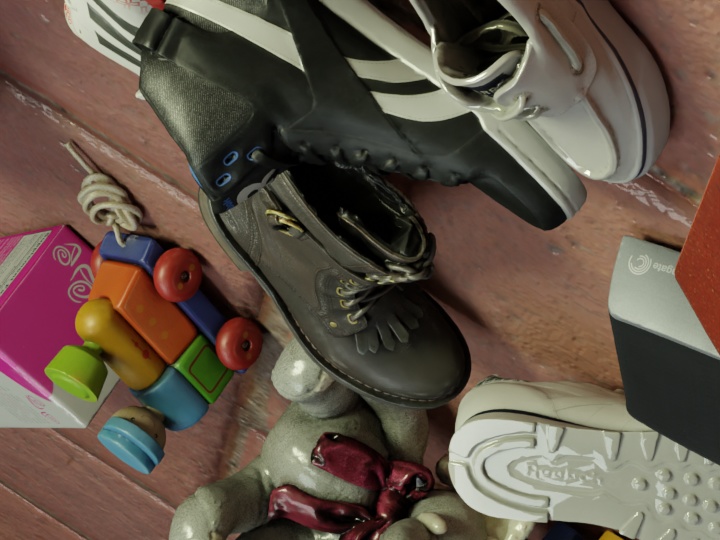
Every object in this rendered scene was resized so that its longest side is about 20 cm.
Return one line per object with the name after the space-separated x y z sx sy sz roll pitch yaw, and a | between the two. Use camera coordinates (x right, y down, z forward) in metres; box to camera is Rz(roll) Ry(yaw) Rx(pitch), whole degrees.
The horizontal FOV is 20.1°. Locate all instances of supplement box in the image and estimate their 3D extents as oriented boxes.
-0.240 0.044 1.436 0.101 0.104 0.200 44 157 -22 | supplement box

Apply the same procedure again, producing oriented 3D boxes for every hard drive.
0.205 0.063 0.926 0.199 0.042 0.135 24 156 25 | hard drive

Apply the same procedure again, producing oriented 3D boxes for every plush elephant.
0.010 0.146 1.227 0.155 0.165 0.200 40 -170 22 | plush elephant

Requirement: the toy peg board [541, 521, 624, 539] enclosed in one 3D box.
0.195 0.235 1.261 0.200 0.098 0.199 48 170 -29 | toy peg board

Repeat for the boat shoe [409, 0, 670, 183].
0.058 -0.092 0.783 0.072 0.066 0.200 15 152 38 | boat shoe

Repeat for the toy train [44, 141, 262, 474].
-0.158 0.029 1.269 0.084 0.116 0.200 9 147 46 | toy train

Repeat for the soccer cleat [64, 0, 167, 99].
-0.110 -0.139 0.918 0.085 0.069 0.200 2 149 29 | soccer cleat

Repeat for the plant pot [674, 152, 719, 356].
0.208 -0.014 0.591 0.176 0.200 0.200 42 161 16 | plant pot

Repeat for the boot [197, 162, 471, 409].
0.000 0.000 1.020 0.200 0.069 0.174 41 166 -12 | boot

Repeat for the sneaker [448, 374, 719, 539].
0.147 0.095 1.050 0.199 0.081 0.077 15 113 6 | sneaker

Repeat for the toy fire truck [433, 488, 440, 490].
0.021 0.215 1.430 0.175 0.129 0.200 33 148 3 | toy fire truck

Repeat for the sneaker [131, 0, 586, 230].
-0.009 -0.054 0.879 0.200 0.112 0.073 38 179 2 | sneaker
